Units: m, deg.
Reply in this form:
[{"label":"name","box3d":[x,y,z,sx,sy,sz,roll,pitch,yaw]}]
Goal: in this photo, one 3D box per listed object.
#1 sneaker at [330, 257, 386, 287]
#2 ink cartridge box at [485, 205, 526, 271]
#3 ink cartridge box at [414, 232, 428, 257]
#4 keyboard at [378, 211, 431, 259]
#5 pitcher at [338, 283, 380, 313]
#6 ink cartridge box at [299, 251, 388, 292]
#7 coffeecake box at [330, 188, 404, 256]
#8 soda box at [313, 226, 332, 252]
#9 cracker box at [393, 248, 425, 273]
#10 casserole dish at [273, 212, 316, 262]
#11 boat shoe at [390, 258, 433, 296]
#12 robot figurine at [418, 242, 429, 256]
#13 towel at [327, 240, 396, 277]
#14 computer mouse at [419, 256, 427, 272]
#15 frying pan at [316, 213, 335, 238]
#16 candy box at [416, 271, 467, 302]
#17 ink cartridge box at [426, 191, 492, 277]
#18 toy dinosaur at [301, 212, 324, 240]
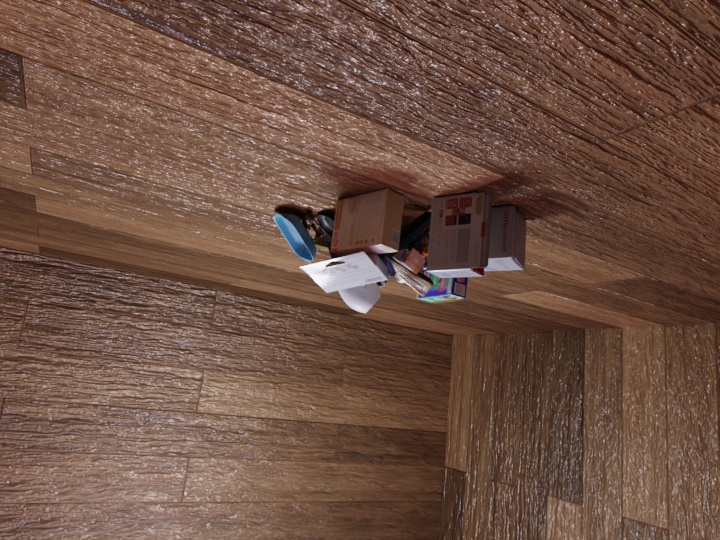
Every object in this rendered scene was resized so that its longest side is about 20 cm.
[{"label":"sneaker","box3d":[0.000,0.000,1.639,0.196,0.081,0.074,12,167,-9]},{"label":"ink cartridge box","box3d":[0.351,-0.083,1.477,0.197,0.148,0.144,-1,166,33]},{"label":"ink cartridge box","box3d":[0.156,-0.071,1.801,0.162,0.076,0.200,4,166,18]},{"label":"keyboard","box3d":[0.137,-0.098,1.445,0.021,0.199,0.127,56,164,-25]},{"label":"pitcher","box3d":[-0.022,0.038,1.753,0.200,0.121,0.172,44,159,1]},{"label":"ink cartridge box","box3d":[-0.044,-0.008,1.451,0.197,0.044,0.174,-12,148,20]},{"label":"coffeecake box","box3d":[0.016,-0.125,1.446,0.198,0.156,0.072,-5,163,44]},{"label":"soda box","box3d":[-0.067,-0.090,1.726,0.198,0.069,0.064,14,169,44]},{"label":"cracker box","box3d":[0.096,-0.077,1.631,0.199,0.058,0.134,36,-179,28]},{"label":"casserole dish","box3d":[-0.204,-0.113,1.686,0.120,0.039,0.201,18,146,48]},{"label":"boat shoe","box3d":[0.140,0.013,1.712,0.198,0.065,0.071,34,-159,-1]},{"label":"robot figurine","box3d":[0.288,-0.063,1.632,0.197,0.147,0.058,19,-157,-8]},{"label":"towel","box3d":[0.001,-0.034,1.577,0.197,0.024,0.145,11,-154,-20]},{"label":"computer mouse","box3d":[0.272,-0.058,1.712,0.198,0.044,0.110,-28,173,-3]},{"label":"frying pan","box3d":[-0.064,-0.131,1.623,0.188,0.031,0.115,12,146,47]},{"label":"candy box","box3d":[0.298,0.020,1.906,0.076,0.172,0.199,17,164,-27]},{"label":"ink cartridge box","box3d":[0.271,-0.089,1.361,0.173,0.204,0.083,-2,166,39]},{"label":"toy dinosaur","box3d":[-0.167,-0.135,1.705,0.089,0.047,0.200,55,161,-6]}]
